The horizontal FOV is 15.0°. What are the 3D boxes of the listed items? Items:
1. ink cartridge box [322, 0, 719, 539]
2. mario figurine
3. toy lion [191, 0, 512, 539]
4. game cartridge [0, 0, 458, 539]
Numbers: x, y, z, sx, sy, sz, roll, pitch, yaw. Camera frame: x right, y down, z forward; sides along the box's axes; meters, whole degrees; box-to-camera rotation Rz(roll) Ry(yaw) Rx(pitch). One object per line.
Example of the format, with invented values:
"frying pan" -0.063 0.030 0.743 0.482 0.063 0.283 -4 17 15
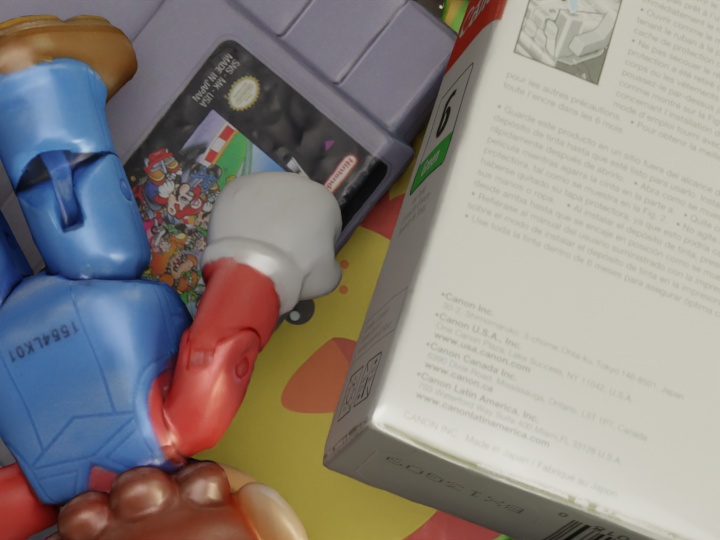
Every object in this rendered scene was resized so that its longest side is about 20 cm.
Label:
"ink cartridge box" 0.073 -0.028 0.680 0.108 0.050 0.201 21 69 -9
"mario figurine" -0.060 0.043 0.700 0.106 0.123 0.201 -13 75 -38
"toy lion" 0.000 0.000 0.776 0.191 0.069 0.201 -18 85 1
"game cartridge" -0.075 -0.020 0.750 0.130 0.038 0.200 40 94 17
